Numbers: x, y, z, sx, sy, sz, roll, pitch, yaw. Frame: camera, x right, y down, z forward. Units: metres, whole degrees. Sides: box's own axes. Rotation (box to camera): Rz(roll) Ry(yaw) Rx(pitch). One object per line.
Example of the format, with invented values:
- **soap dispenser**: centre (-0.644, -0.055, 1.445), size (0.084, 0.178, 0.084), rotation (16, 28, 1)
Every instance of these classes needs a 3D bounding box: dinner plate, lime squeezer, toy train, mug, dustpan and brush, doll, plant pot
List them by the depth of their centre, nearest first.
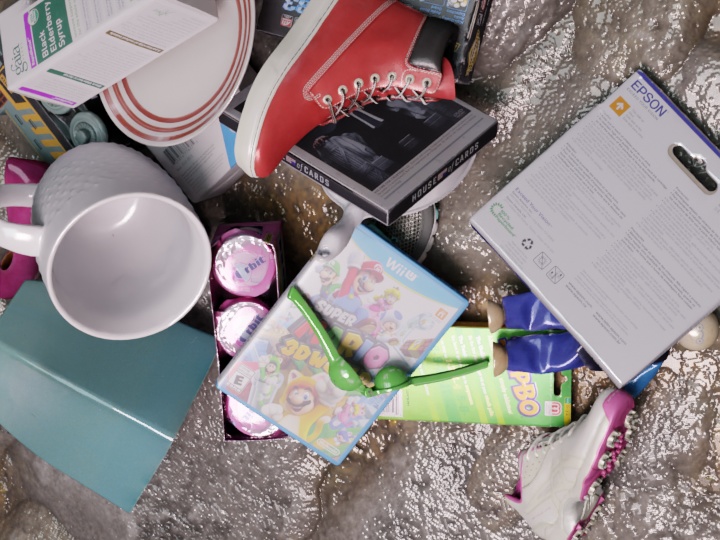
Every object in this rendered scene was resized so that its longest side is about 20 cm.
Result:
- **dustpan and brush**: centre (0.007, -0.073, 1.216), size (0.140, 0.200, 0.057), rotation (18, 124, 16)
- **doll**: centre (0.217, 0.058, 1.226), size (0.200, 0.048, 0.137), rotation (-5, 95, 10)
- **dinner plate**: centre (-0.165, -0.210, 1.241), size (0.200, 0.024, 0.200), rotation (-4, 83, 35)
- **lime squeezer**: centre (0.015, 0.083, 1.247), size (0.200, 0.038, 0.071), rotation (21, 72, -14)
- **mug**: centre (-0.254, -0.043, 1.261), size (0.200, 0.175, 0.148), rotation (4, 116, -25)
- **plant pot**: centre (-0.267, 0.106, 1.348), size (0.200, 0.141, 0.141), rotation (29, 133, -6)
- **toy train**: centre (-0.303, -0.168, 1.380), size (0.200, 0.085, 0.114), rotation (51, 129, 0)

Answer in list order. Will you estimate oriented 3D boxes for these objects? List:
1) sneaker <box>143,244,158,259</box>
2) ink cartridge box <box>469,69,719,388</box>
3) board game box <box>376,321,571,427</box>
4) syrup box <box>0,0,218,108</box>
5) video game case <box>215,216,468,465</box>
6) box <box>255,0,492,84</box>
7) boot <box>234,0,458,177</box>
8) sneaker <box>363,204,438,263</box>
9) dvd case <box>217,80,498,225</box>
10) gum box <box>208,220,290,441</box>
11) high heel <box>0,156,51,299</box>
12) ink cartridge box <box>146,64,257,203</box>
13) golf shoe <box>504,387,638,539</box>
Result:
- **sneaker**: centre (-0.244, -0.009, 1.396), size (0.200, 0.080, 0.088), rotation (-28, 84, 26)
- **ink cartridge box**: centre (0.232, -0.036, 1.188), size (0.200, 0.041, 0.200), rotation (-41, 80, 2)
- **board game box**: centre (0.098, 0.096, 1.293), size (0.200, 0.030, 0.096), rotation (2, 104, 14)
- **syrup box**: centre (-0.227, -0.224, 1.224), size (0.200, 0.081, 0.079), rotation (-23, 69, 32)
- **video game case**: centre (-0.016, 0.065, 1.257), size (0.143, 0.018, 0.200), rotation (35, 100, -17)
- **box**: centre (0.025, -0.283, 1.214), size (0.200, 0.050, 0.199), rotation (16, 100, 17)
- **boot**: centre (-0.005, -0.144, 1.146), size (0.144, 0.072, 0.200), rotation (28, 75, 12)
- **sneaker**: centre (0.000, 0.000, 1.288), size (0.078, 0.091, 0.200), rotation (38, 114, 9)
- **dvd case**: centre (-0.003, -0.131, 1.209), size (0.200, 0.150, 0.025), rotation (33, 146, 26)
- **gum box**: centre (-0.103, 0.050, 1.322), size (0.066, 0.114, 0.200), rotation (-4, 103, 0)
- **high heel**: centre (-0.354, -0.044, 1.408), size (0.096, 0.067, 0.200), rotation (31, 129, -20)
- **ink cartridge box**: centre (-0.173, -0.179, 1.325), size (0.115, 0.068, 0.200), rotation (-41, 86, 23)
- **golf shoe**: centre (0.186, 0.173, 1.248), size (0.092, 0.075, 0.200), rotation (35, 132, 24)
